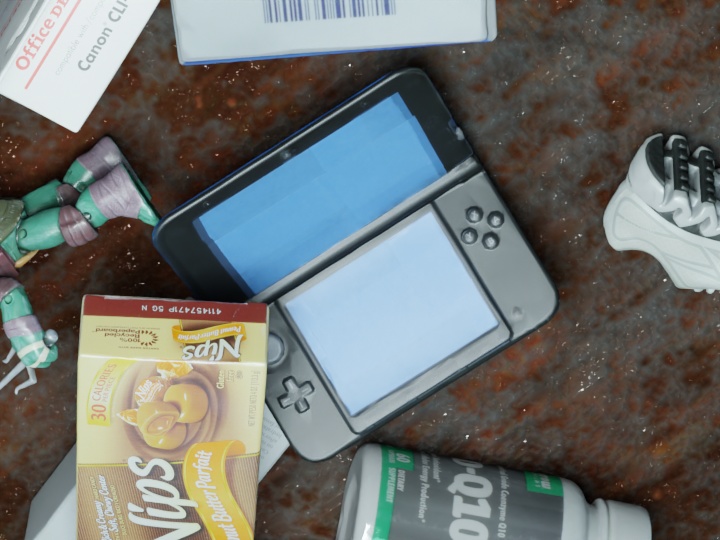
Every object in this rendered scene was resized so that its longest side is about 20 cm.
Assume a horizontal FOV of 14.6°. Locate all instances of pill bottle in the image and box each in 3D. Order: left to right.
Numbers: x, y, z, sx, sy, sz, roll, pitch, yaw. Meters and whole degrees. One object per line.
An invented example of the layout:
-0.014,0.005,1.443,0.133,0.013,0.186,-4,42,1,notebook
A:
0.087,0.187,1.888,0.199,0.113,0.114,11,118,-7,pill bottle

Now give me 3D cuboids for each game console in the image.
0.000,0.000,1.757,0.199,0.118,0.171,-32,82,4,game console

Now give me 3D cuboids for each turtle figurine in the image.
-0.222,-0.002,1.762,0.199,0.150,0.101,-34,130,1,turtle figurine

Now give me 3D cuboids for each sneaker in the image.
0.248,-0.014,1.812,0.199,0.075,0.081,27,129,-12,sneaker

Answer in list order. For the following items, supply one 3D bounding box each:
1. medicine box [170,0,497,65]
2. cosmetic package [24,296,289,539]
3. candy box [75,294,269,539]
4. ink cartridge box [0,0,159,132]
-0.018,-0.208,1.622,0.181,0.200,0.104,-4,117,2,medicine box
-0.130,0.128,1.876,0.101,0.071,0.200,32,113,-17,cosmetic package
-0.119,0.103,1.761,0.115,0.056,0.201,4,137,-3,candy box
-0.163,-0.163,1.645,0.067,0.200,0.117,27,115,-15,ink cartridge box
